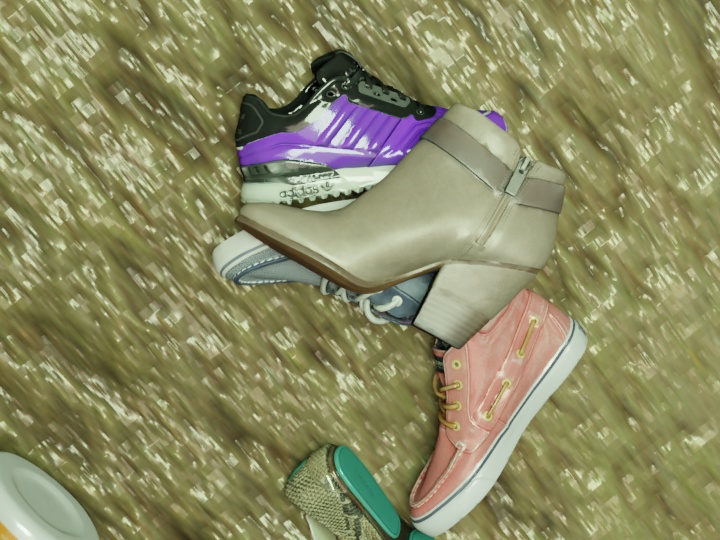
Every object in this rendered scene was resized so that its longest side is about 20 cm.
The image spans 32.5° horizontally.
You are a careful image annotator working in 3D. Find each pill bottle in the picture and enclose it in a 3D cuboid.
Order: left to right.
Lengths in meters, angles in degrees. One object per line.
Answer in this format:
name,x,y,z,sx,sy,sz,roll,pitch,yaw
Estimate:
pill bottle,-0.290,0.235,0.875,0.200,0.112,0.112,-45,106,1

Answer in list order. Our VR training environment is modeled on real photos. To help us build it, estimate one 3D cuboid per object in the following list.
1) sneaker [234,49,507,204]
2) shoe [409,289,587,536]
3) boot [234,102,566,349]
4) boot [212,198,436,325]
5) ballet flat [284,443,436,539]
sneaker,0.007,-0.110,0.878,0.200,0.070,0.100,-11,102,-9
shoe,0.080,0.098,0.939,0.091,0.071,0.200,38,87,-14
boot,0.036,-0.046,0.830,0.200,0.070,0.146,29,87,-12
boot,0.000,0.000,0.884,0.200,0.073,0.090,-14,75,-8
ballet flat,0.018,0.220,0.962,0.075,0.068,0.200,-40,102,22
